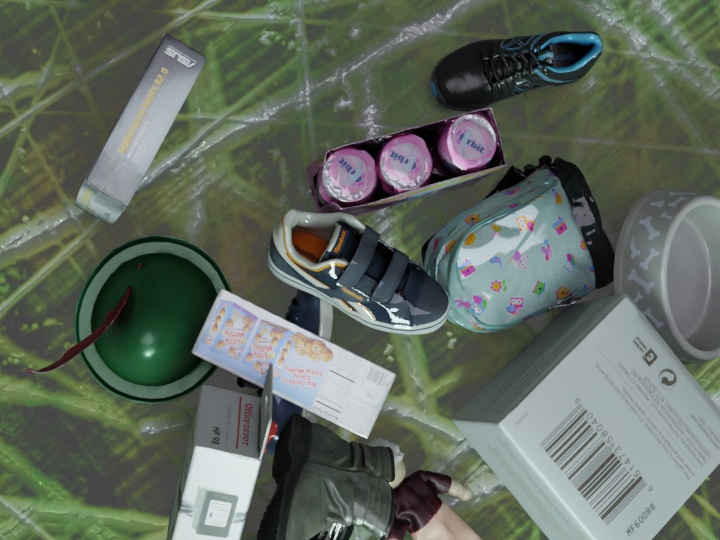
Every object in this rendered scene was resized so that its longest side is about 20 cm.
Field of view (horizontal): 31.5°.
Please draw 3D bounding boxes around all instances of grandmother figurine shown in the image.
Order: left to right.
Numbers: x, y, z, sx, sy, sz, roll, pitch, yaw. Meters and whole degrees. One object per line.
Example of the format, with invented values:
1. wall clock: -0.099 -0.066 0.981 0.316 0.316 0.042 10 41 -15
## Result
1. grandmother figurine: 0.067 0.264 1.356 0.201 0.060 0.121 51 49 -1

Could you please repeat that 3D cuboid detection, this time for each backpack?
1. backpack: 0.164 -0.018 1.367 0.198 0.127 0.169 -25 93 -11

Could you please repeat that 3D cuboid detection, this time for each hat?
1. hat: -0.203 0.053 1.251 0.164 0.176 0.202 31 79 -8

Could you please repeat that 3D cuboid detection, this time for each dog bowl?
1. dog bowl: 0.360 0.008 1.398 0.198 0.058 0.204 1 88 -41

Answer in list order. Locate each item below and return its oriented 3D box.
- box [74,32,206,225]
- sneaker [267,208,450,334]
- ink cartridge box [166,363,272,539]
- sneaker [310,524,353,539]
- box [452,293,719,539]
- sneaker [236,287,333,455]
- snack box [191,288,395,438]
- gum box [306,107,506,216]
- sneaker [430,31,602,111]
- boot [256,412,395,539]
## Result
1. box: -0.221 -0.133 1.255 0.048 0.200 0.160 29 80 -11
2. sneaker: 0.000 0.000 1.286 0.197 0.080 0.079 19 57 3
3. ink cartridge box: -0.139 0.195 1.240 0.066 0.116 0.203 12 113 -9
4. sneaker: -0.081 0.303 1.302 0.199 0.083 0.071 -36 93 -14
5. box: 0.244 0.167 1.343 0.200 0.171 0.200 -42 94 -14
6. sneaker: -0.082 0.091 1.327 0.083 0.075 0.204 9 82 -15
7. snack box: -0.067 0.093 1.285 0.198 0.024 0.073 27 86 -6
8. gum box: 0.041 -0.108 1.355 0.197 0.113 0.067 -16 88 -13
9. sneaker: 0.173 -0.232 1.413 0.197 0.082 0.074 -17 90 -12
10. boot: -0.026 0.235 1.237 0.129 0.068 0.202 22 46 -12
